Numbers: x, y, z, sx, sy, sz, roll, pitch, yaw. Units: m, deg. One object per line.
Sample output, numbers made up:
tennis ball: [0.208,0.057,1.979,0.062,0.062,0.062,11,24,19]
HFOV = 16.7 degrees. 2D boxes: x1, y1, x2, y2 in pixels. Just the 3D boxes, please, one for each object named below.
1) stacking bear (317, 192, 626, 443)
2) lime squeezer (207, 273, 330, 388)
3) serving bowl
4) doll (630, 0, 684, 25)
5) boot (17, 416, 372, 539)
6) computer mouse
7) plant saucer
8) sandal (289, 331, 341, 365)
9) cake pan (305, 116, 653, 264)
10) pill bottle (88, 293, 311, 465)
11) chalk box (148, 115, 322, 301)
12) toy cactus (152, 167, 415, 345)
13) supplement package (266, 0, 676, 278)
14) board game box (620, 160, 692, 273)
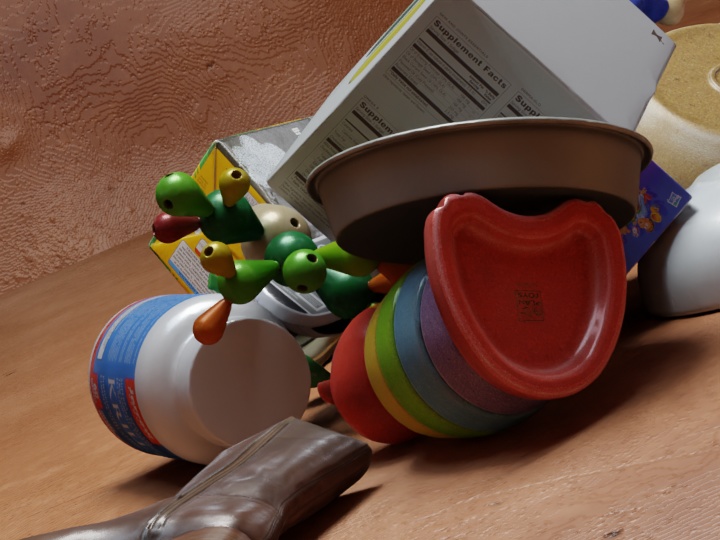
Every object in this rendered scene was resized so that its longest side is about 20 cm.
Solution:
stacking bear: [0.049,0.042,1.383,0.121,0.114,0.200,2,-18,-28]
lime squeezer: [-0.011,0.049,1.699,0.199,0.071,0.038,6,-14,-8]
serving bowl: [0.257,-0.041,1.515,0.199,0.066,0.200,-23,7,3]
doll: [0.182,-0.167,1.846,0.048,0.137,0.200,20,27,24]
boot: [-0.104,0.136,1.324,0.185,0.065,0.200,-6,16,20]
computer mouse: [0.000,0.000,1.675,0.200,0.110,0.044,-26,-35,-40]
plant saucer: [0.264,-0.122,1.730,0.199,0.036,0.201,2,38,-2]
sandal: [-0.046,0.044,1.853,0.200,0.054,0.080,-29,9,-40]
cake pan: [0.069,-0.041,1.393,0.199,0.037,0.200,-5,-13,-1]
pill bottle: [-0.104,0.071,1.611,0.112,0.113,0.200,-25,7,-19]
chalk box: [-0.045,-0.037,1.962,0.200,0.125,0.124,-17,-31,-51]
toy cactus: [-0.046,-0.001,1.517,0.199,0.103,0.165,20,8,-16]
supplement package: [0.073,-0.102,1.585,0.200,0.151,0.152,-45,7,34]
board game box: [0.132,-0.016,1.566,0.135,0.045,0.200,-49,7,1]
